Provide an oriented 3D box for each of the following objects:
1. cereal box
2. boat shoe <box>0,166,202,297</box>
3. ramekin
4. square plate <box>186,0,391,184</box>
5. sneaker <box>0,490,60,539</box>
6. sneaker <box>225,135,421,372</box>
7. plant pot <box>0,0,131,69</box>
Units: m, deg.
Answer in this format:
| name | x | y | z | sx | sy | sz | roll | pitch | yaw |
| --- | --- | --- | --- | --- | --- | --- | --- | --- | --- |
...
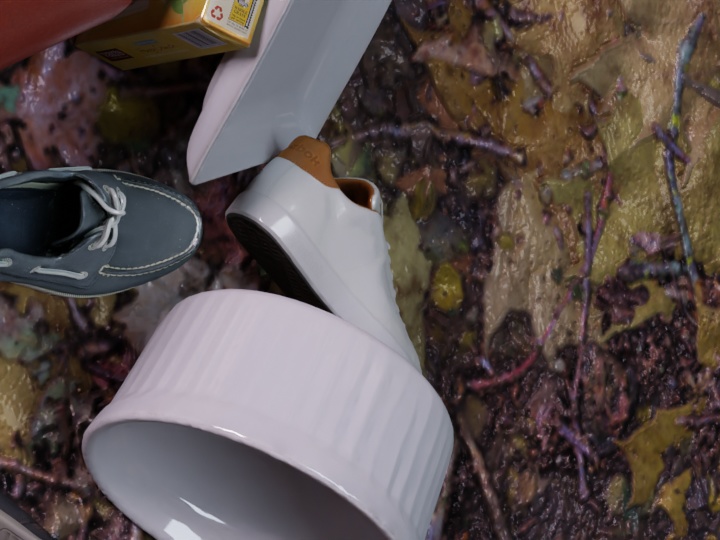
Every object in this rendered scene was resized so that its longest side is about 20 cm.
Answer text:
| name | x | y | z | sx | sy | sz | roll | pitch | yaw |
| --- | --- | --- | --- | --- | --- | --- | --- | --- | --- |
| cereal box | -0.080 | -0.213 | 1.309 | 0.039 | 0.144 | 0.201 | 25 | 76 | -31 |
| boat shoe | -0.159 | -0.021 | 1.304 | 0.199 | 0.062 | 0.073 | 3 | 90 | -41 |
| ramekin | -0.045 | 0.098 | 1.327 | 0.200 | 0.200 | 0.098 | 45 | 56 | -33 |
| square plate | -0.023 | -0.148 | 1.338 | 0.199 | 0.028 | 0.200 | -62 | 169 | 17 |
| sneaker | -0.228 | 0.126 | 1.254 | 0.200 | 0.106 | 0.075 | 43 | 85 | -4 |
| sneaker | 0.000 | 0.000 | 1.420 | 0.085 | 0.073 | 0.200 | -54 | 138 | -20 |
| plant pot | -0.217 | -0.172 | 1.173 | 0.195 | 0.200 | 0.202 | -26 | 109 | -46 |
